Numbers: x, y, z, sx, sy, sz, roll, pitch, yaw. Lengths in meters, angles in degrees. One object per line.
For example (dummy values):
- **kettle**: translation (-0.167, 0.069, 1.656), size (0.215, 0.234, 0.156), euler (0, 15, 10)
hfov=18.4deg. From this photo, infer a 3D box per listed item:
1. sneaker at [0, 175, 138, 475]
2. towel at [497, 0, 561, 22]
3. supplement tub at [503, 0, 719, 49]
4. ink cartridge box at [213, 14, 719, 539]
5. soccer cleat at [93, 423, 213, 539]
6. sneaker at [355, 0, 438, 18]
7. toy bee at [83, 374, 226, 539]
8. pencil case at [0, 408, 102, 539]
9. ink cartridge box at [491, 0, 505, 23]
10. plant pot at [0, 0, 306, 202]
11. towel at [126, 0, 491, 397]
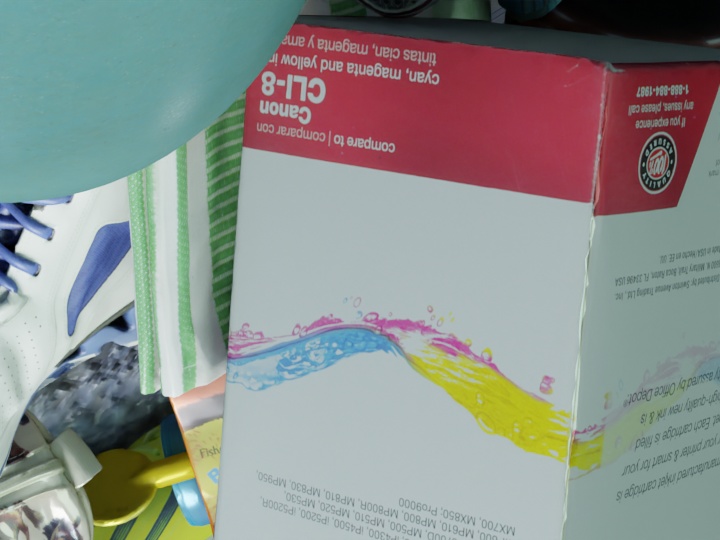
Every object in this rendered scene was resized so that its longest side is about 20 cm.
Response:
- **sneaker**: translation (-0.129, -0.003, 0.759), size (0.199, 0.080, 0.115), euler (-42, 148, -28)
- **towel**: translation (0.099, -0.185, 0.754), size (0.147, 0.022, 0.200), euler (-41, 156, -19)
- **supplement tub**: translation (0.102, -0.039, 0.906), size (0.107, 0.107, 0.201), euler (-28, 140, -35)
- **ink cartridge box**: translation (0.051, 0.020, 0.757), size (0.145, 0.144, 0.201), euler (-7, 105, -54)
- **soccer cleat**: translation (-0.089, 0.095, 0.958), size (0.200, 0.064, 0.084), euler (-2, 97, -49)
- **sneaker**: translation (0.000, -0.143, 0.669), size (0.200, 0.080, 0.075), euler (79, 15, -57)
- **toy bee**: translation (-0.034, 0.088, 0.875), size (0.131, 0.109, 0.200), euler (-36, 112, 11)
- **pencil case**: translation (-0.189, 0.111, 0.787), size (0.199, 0.078, 0.089), euler (-25, -176, -36)
- **ink cartridge box**: translation (0.108, -0.120, 0.973), size (0.200, 0.044, 0.094), euler (-52, 153, 4)
- **plant pot**: translation (-0.092, -0.112, 0.558), size (0.200, 0.201, 0.161), euler (-37, 161, -22)
- **towel**: translation (-0.012, -0.055, 0.791), size (0.200, 0.023, 0.153), euler (-28, 123, -47)
